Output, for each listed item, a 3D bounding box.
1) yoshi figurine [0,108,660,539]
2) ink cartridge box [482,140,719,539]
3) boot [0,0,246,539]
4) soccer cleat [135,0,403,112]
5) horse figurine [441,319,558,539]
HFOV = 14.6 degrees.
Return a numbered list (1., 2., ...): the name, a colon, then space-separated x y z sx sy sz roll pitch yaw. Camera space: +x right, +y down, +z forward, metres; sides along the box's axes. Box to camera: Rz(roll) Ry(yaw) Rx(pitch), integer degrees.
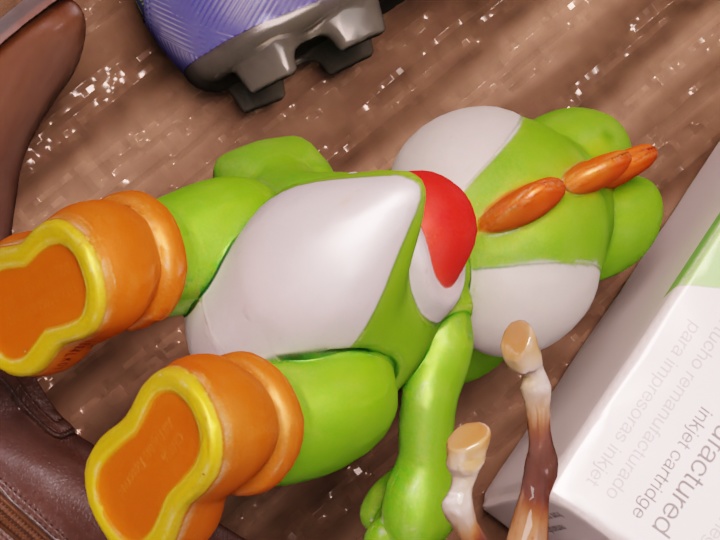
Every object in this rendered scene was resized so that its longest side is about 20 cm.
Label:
1. yoshi figurine: -0.005 0.011 0.738 0.199 0.112 0.113 -20 117 -43
2. ink cartridge box: 0.160 0.064 0.800 0.200 0.084 0.146 36 77 -4
3. boot: -0.069 0.046 0.773 0.200 0.064 0.187 38 80 -5
4. soccer cleat: 0.023 -0.122 0.811 0.200 0.065 0.084 -29 87 -13
5. horse figurine: 0.015 0.109 0.654 0.200 0.050 0.133 -39 124 -30
